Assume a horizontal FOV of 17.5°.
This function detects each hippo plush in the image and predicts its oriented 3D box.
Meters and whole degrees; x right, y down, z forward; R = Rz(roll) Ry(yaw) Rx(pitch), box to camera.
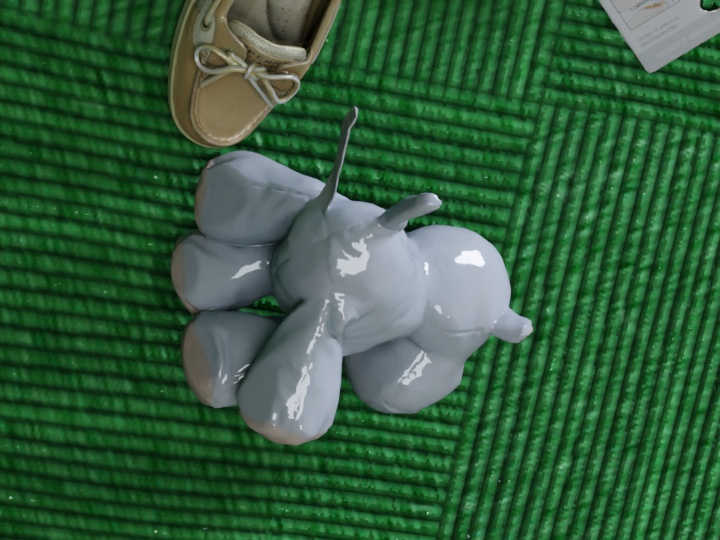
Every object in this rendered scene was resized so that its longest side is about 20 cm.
[{"bbox_3d":[0.000,0.000,1.323,0.160,0.159,0.201,6,124,-47],"label":"hippo plush"}]

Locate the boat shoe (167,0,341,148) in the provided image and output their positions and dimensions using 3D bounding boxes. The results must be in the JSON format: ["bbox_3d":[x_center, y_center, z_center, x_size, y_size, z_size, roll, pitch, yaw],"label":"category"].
[{"bbox_3d":[-0.044,-0.148,1.273,0.073,0.063,0.201,24,111,-25],"label":"boat shoe"}]

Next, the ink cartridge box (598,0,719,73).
[{"bbox_3d":[0.179,-0.227,1.316,0.162,0.057,0.200,-30,134,15],"label":"ink cartridge box"}]
